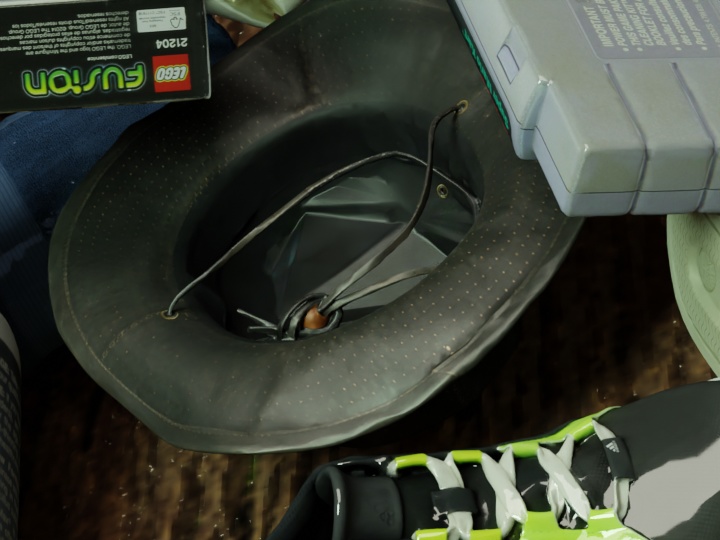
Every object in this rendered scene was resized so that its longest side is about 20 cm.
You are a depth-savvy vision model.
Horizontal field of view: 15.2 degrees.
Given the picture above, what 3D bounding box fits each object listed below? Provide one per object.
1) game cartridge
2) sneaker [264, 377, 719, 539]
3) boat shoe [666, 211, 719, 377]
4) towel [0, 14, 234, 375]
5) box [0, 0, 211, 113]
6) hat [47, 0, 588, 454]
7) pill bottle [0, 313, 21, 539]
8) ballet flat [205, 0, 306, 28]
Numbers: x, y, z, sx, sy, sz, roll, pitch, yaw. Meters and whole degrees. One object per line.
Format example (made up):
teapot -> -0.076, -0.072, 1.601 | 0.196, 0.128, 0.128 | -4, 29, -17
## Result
game cartridge -> 0.089, -0.088, 0.833 | 0.129, 0.039, 0.201 | -5, 42, -14
sneaker -> 0.025, 0.082, 0.752 | 0.199, 0.083, 0.072 | -31, 41, 12
boat shoe -> 0.149, 0.035, 0.761 | 0.067, 0.072, 0.200 | -7, 41, -14
towel -> -0.117, -0.016, 0.992 | 0.199, 0.049, 0.112 | -31, 38, -3
box -> -0.153, -0.068, 0.876 | 0.199, 0.035, 0.110 | -5, 7, -8
hat -> 0.000, 0.000, 0.886 | 0.199, 0.081, 0.201 | -17, 44, 18
pill bottle -> -0.167, 0.060, 0.856 | 0.119, 0.120, 0.201 | -15, 54, 18
ballet flat -> -0.042, -0.118, 0.936 | 0.068, 0.067, 0.200 | -51, 4, -9
